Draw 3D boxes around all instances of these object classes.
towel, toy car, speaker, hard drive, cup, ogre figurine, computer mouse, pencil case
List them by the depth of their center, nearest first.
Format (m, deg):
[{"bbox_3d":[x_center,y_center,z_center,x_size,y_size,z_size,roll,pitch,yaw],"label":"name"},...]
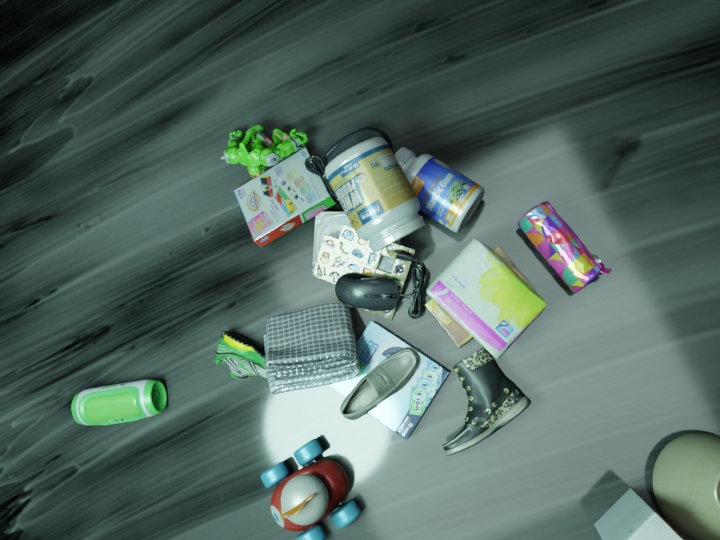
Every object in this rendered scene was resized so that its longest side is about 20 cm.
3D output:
[{"bbox_3d":[0.654,0.394,1.115,0.199,0.143,0.201,-1,76,4],"label":"cup"},{"bbox_3d":[-0.121,0.467,1.253,0.177,0.200,0.185,-35,77,5],"label":"toy car"},{"bbox_3d":[0.414,-0.051,1.270,0.088,0.088,0.200,-41,77,4],"label":"pencil case"},{"bbox_3d":[-0.107,0.155,1.298,0.199,0.086,0.166,-10,41,-2],"label":"towel"},{"bbox_3d":[0.042,0.025,1.319,0.199,0.046,0.141,11,106,10],"label":"computer mouse"},{"bbox_3d":[-0.011,-0.253,1.365,0.200,0.053,0.139,-38,75,-18],"label":"computer mouse"},{"bbox_3d":[-0.006,-0.061,1.382,0.199,0.038,0.141,2,84,11],"label":"hard drive"},{"bbox_3d":[-0.232,-0.279,1.407,0.199,0.098,0.120,22,46,10],"label":"ogre figurine"},{"bbox_3d":[-0.553,0.303,1.424,0.199,0.088,0.089,-10,81,10],"label":"speaker"}]

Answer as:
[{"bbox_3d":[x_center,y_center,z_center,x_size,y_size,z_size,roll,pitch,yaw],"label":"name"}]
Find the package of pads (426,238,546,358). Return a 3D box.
[{"bbox_3d":[0.252,0.053,1.241,0.200,0.068,0.155,43,93,12],"label":"package of pads"}]

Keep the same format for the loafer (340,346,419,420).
[{"bbox_3d":[0.039,0.234,1.271,0.200,0.070,0.070,-45,76,4],"label":"loafer"}]

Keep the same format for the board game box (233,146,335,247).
[{"bbox_3d":[-0.175,-0.168,1.411,0.199,0.040,0.153,-29,64,7],"label":"board game box"}]

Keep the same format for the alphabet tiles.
[{"bbox_3d":[0.000,0.000,1.351,0.199,0.008,0.168,20,106,8],"label":"alphabet tiles"}]

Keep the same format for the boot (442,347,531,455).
[{"bbox_3d":[0.226,0.268,1.274,0.203,0.073,0.154,-34,75,-1],"label":"boot"}]

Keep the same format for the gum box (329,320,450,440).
[{"bbox_3d":[0.062,0.232,1.325,0.200,0.045,0.170,33,90,13],"label":"gum box"}]

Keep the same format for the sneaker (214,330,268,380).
[{"bbox_3d":[-0.237,0.211,1.383,0.199,0.078,0.086,25,95,23],"label":"sneaker"}]

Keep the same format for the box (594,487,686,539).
[{"bbox_3d":[0.527,0.502,1.114,0.152,0.200,0.106,44,94,13],"label":"box"}]

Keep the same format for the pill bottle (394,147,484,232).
[{"bbox_3d":[0.154,-0.178,1.326,0.200,0.112,0.112,34,90,13],"label":"pill bottle"}]

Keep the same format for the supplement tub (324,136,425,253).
[{"bbox_3d":[0.032,-0.152,1.261,0.144,0.145,0.201,-29,89,7],"label":"supplement tub"}]

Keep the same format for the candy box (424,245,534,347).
[{"bbox_3d":[0.249,0.057,1.305,0.200,0.056,0.117,-40,78,6],"label":"candy box"}]
